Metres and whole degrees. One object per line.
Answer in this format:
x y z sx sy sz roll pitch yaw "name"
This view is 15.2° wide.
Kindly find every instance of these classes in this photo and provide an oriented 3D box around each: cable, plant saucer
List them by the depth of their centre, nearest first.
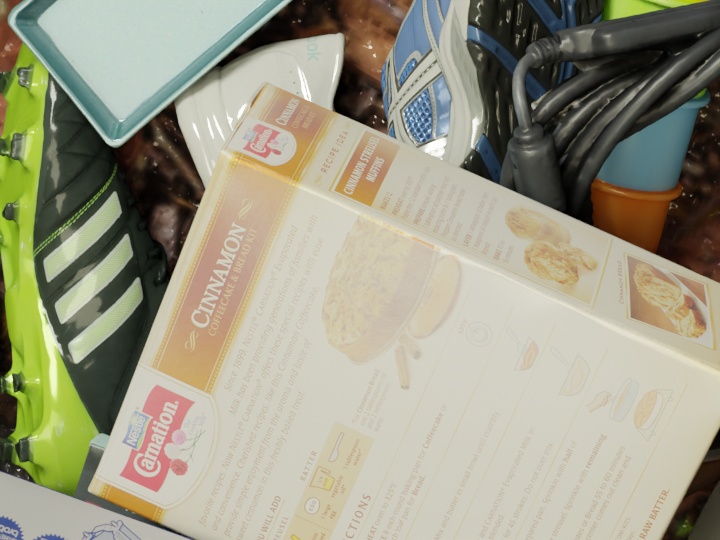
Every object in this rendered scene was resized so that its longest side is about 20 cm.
0.148 -0.027 1.029 0.199 0.051 0.164 -12 111 -15 "cable"
-0.045 -0.139 1.082 0.200 0.019 0.070 -39 94 7 "plant saucer"

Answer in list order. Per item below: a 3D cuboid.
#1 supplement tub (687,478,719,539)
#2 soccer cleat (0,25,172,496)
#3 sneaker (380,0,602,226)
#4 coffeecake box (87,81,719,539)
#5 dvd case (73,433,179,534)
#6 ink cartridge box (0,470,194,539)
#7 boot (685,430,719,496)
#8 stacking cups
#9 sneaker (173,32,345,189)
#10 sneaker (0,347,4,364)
0.228 0.148 1.032 0.199 0.145 0.145 27 109 -6 "supplement tub"
-0.113 -0.006 1.135 0.081 0.067 0.201 -3 93 -23 "soccer cleat"
0.046 -0.046 1.061 0.075 0.077 0.201 9 96 -30 "sneaker"
0.022 0.046 0.990 0.199 0.073 0.154 24 117 1 "coffeecake box"
-0.070 0.183 1.075 0.145 0.022 0.201 19 102 7 "dvd case"
-0.056 0.146 1.009 0.199 0.044 0.094 18 144 7 "ink cartridge box"
0.086 0.154 1.128 0.186 0.064 0.201 -10 117 -7 "boot"
0.111 -0.058 1.073 0.060 0.061 0.201 15 112 9 "stacking cups"
0.000 0.000 1.106 0.088 0.075 0.201 -23 97 6 "sneaker"
-0.250 0.040 1.166 0.199 0.077 0.112 -17 91 10 "sneaker"
